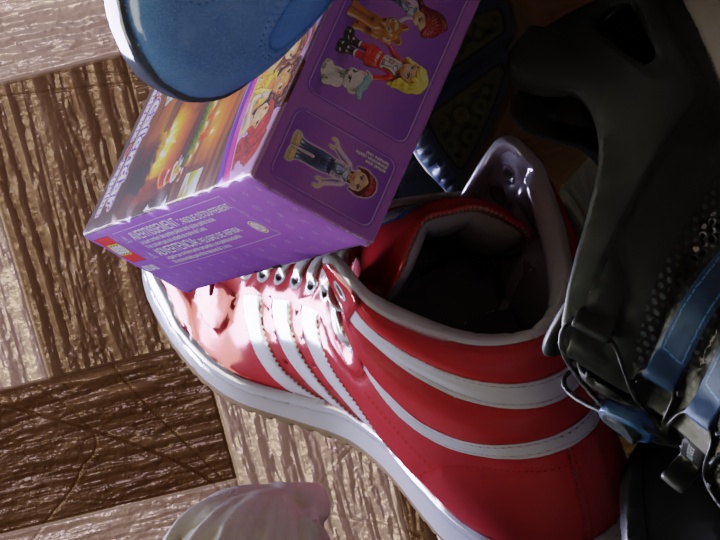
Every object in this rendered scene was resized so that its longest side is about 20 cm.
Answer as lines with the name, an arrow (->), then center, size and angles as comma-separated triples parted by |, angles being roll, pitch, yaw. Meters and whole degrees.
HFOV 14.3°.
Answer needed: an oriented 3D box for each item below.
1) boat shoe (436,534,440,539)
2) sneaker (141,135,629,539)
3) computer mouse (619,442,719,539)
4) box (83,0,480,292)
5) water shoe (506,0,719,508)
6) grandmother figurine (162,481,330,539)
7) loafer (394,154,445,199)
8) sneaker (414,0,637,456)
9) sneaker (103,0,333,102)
boat shoe -> 0.055, 0.081, 0.905 | 0.062, 0.071, 0.200 | 37, -172, -15
sneaker -> 0.000, 0.000, 0.811 | 0.200, 0.071, 0.113 | 33, 150, 39
computer mouse -> 0.126, 0.135, 0.735 | 0.140, 0.046, 0.200 | 40, -146, -33
box -> 0.001, -0.095, 0.777 | 0.137, 0.039, 0.201 | -14, 50, 66
water shoe -> 0.087, 0.025, 0.712 | 0.072, 0.079, 0.201 | 74, -177, -68
grandmother figurine -> 0.035, 0.118, 0.783 | 0.121, 0.200, 0.061 | -49, 15, 55
loafer -> 0.050, 0.002, 0.979 | 0.200, 0.070, 0.068 | 16, -117, -56
sneaker -> 0.052, -0.036, 0.876 | 0.088, 0.075, 0.201 | -97, -7, -81
sneaker -> 0.008, -0.128, 0.673 | 0.066, 0.201, 0.078 | 36, 169, -37
